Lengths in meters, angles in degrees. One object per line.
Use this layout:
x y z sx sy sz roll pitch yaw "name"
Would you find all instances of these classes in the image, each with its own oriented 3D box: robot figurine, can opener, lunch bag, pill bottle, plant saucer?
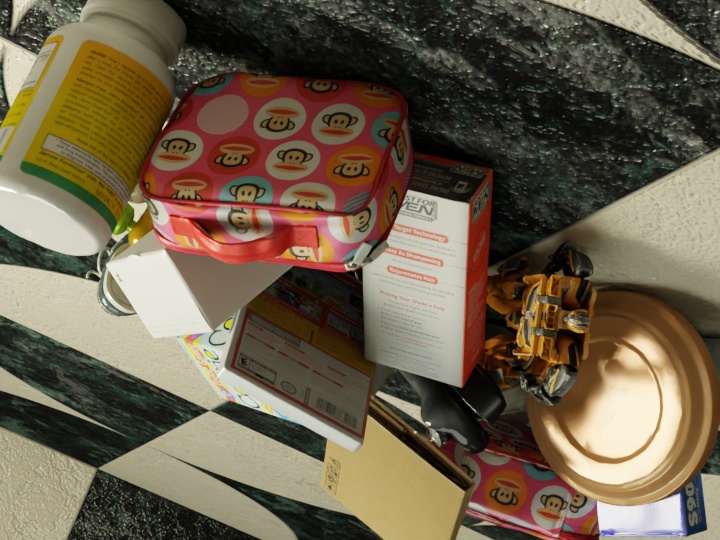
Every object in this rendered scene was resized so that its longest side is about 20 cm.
0.152 0.049 1.235 0.058 0.145 0.200 10 173 -14 "robot figurine"
0.064 0.101 1.295 0.200 0.079 0.063 43 169 46 "can opener"
0.160 0.203 1.413 0.200 0.082 0.176 20 -169 2 "lunch bag"
-0.213 -0.122 1.073 0.113 0.200 0.113 18 159 7 "pill bottle"
0.235 0.119 1.260 0.200 0.201 0.032 1 -178 42 "plant saucer"
-0.066 -0.071 1.063 0.200 0.176 0.082 7 138 17 "lunch bag"

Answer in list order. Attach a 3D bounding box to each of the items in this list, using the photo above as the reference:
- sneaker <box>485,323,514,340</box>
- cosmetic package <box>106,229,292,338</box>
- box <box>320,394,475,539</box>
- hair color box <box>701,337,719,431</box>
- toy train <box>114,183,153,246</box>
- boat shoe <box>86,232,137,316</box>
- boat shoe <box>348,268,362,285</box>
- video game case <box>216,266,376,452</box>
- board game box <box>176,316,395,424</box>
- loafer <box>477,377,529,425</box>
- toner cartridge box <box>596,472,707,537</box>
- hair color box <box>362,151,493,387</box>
0.096 0.100 1.505 0.200 0.084 0.121 12 151 29 "sneaker"
-0.106 -0.032 1.181 0.108 0.200 0.085 -7 118 54 "cosmetic package"
0.032 0.210 1.343 0.163 0.021 0.200 37 147 20 "box"
0.351 0.111 1.312 0.200 0.061 0.099 1 152 43 "hair color box"
-0.207 -0.029 1.336 0.116 0.200 0.085 34 121 -8 "toy train"
-0.234 -0.003 1.412 0.062 0.200 0.075 -33 111 23 "boat shoe"
0.001 0.000 1.356 0.199 0.068 0.074 33 156 -28 "boat shoe"
-0.048 0.058 1.236 0.143 0.200 0.017 30 127 -15 "video game case"
-0.082 0.088 1.454 0.200 0.103 0.105 12 143 46 "board game box"
0.156 0.126 1.375 0.200 0.070 0.070 -15 -158 -37 "loafer"
0.265 0.148 1.285 0.095 0.201 0.043 -9 174 41 "toner cartridge box"
0.057 -0.002 1.189 0.101 0.061 0.200 16 131 20 "hair color box"
